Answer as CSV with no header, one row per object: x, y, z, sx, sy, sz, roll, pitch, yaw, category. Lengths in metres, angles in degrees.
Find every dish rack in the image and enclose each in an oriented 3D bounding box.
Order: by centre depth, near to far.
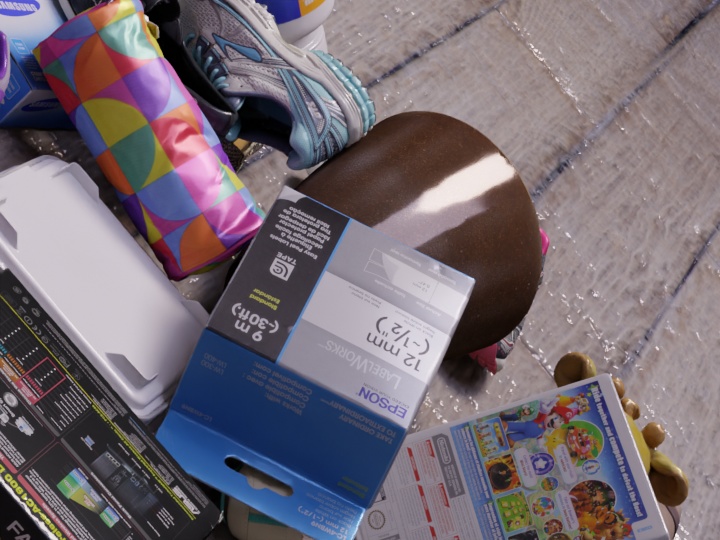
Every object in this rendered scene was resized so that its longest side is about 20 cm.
-0.172,0.011,1.409,0.200,0.044,0.172,49,26,1,dish rack

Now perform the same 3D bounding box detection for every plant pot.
0.000,0.000,1.577,0.187,0.187,0.200,53,40,9,plant pot

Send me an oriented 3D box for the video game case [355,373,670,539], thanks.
0.093,0.155,1.481,0.018,0.199,0.144,70,3,-47,video game case

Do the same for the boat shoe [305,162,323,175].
0.032,-0.026,1.743,0.201,0.071,0.070,56,0,16,boat shoe

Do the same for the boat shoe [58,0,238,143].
-0.150,-0.164,1.562,0.074,0.066,0.200,4,51,-56,boat shoe

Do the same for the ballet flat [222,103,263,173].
-0.092,-0.121,1.689,0.068,0.075,0.200,42,25,-12,ballet flat

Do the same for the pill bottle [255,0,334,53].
-0.080,-0.247,1.754,0.112,0.111,0.201,-92,172,-54,pill bottle

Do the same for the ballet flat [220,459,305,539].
-0.026,0.127,1.451,0.070,0.069,0.200,48,30,-2,ballet flat

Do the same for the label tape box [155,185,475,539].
-0.028,0.059,1.392,0.143,0.066,0.200,27,49,0,label tape box

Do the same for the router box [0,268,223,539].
-0.183,0.110,1.226,0.200,0.062,0.150,49,24,-1,router box

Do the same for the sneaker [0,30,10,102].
-0.263,-0.098,1.346,0.080,0.089,0.200,30,27,-7,sneaker

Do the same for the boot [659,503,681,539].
0.224,0.209,1.753,0.200,0.070,0.146,55,23,11,boot

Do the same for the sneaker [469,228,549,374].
0.110,0.015,1.824,0.081,0.075,0.200,43,24,-12,sneaker

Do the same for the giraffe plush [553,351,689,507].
0.141,0.159,1.570,0.172,0.162,0.200,39,27,-20,giraffe plush

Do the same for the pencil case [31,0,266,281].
-0.139,-0.093,1.485,0.201,0.088,0.088,62,25,-4,pencil case

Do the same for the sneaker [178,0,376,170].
-0.089,-0.142,1.595,0.199,0.078,0.086,32,55,22,sneaker

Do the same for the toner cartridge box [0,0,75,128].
-0.208,-0.150,1.577,0.095,0.043,0.200,56,25,15,toner cartridge box
